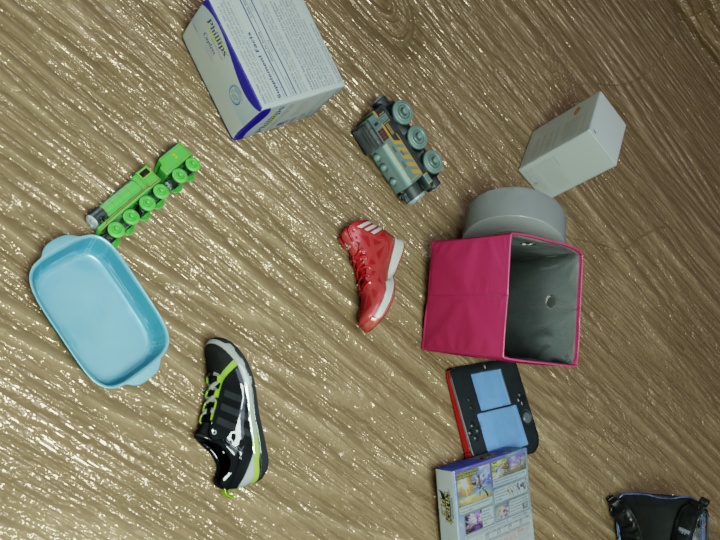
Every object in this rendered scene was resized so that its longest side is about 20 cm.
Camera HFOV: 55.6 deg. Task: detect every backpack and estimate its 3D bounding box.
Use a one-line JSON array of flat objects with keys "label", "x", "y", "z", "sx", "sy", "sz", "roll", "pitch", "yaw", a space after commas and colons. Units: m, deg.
[{"label": "backpack", "x": 0.598, "y": 0.551, "z": 1.345, "sx": 0.153, "sy": 0.196, "sz": 0.195, "roll": 37, "pitch": 55, "yaw": -39}]

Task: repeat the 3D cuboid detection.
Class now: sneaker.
[{"label": "sneaker", "x": 0.000, "y": 0.000, "z": 1.127, "sx": 0.114, "sy": 0.078, "sz": 0.203, "roll": 33, "pitch": 42, "yaw": -16}, {"label": "sneaker", "x": -0.178, "y": 0.189, "z": 0.887, "sx": 0.081, "sy": 0.071, "sz": 0.205, "roll": -11, "pitch": 80, "yaw": -41}]

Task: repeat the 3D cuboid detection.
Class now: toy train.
[{"label": "toy train", "x": -0.293, "y": -0.106, "z": 0.930, "sx": 0.056, "sy": 0.042, "sz": 0.201, "roll": 42, "pitch": 50, "yaw": -6}, {"label": "toy train", "x": 0.069, "y": -0.220, "z": 1.262, "sx": 0.114, "sy": 0.085, "sz": 0.202, "roll": -41, "pitch": 102, "yaw": -30}]

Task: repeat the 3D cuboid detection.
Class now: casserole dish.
[{"label": "casserole dish", "x": -0.322, "y": 0.053, "z": 0.841, "sx": 0.121, "sy": 0.038, "sz": 0.203, "roll": -38, "pitch": 98, "yaw": -42}]

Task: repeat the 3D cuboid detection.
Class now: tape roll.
[{"label": "tape roll", "x": 0.293, "y": -0.071, "z": 1.307, "sx": 0.198, "sy": 0.198, "sz": 0.068, "roll": 29, "pitch": 56, "yaw": -28}]

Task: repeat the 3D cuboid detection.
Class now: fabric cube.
[{"label": "fabric cube", "x": 0.246, "y": 0.054, "z": 1.186, "sx": 0.192, "sy": 0.197, "sz": 0.207, "roll": 10, "pitch": 83, "yaw": -34}]

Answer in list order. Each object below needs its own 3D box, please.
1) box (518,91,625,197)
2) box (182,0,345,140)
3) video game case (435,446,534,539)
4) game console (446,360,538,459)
[{"label": "box", "x": 0.480, "y": -0.279, "z": 1.551, "sx": 0.106, "sy": 0.198, "sz": 0.154, "roll": 43, "pitch": 51, "yaw": -17}, {"label": "box", "x": -0.153, "y": -0.336, "z": 1.096, "sx": 0.198, "sy": 0.104, "sz": 0.188, "roll": -29, "pitch": 93, "yaw": -44}, {"label": "video game case", "x": 0.210, "y": 0.403, "z": 1.131, "sx": 0.196, "sy": 0.045, "sz": 0.187, "roll": -1, "pitch": 86, "yaw": -41}, {"label": "game console", "x": 0.246, "y": 0.258, "z": 1.251, "sx": 0.196, "sy": 0.031, "sz": 0.182, "roll": -1, "pitch": 74, "yaw": -41}]
